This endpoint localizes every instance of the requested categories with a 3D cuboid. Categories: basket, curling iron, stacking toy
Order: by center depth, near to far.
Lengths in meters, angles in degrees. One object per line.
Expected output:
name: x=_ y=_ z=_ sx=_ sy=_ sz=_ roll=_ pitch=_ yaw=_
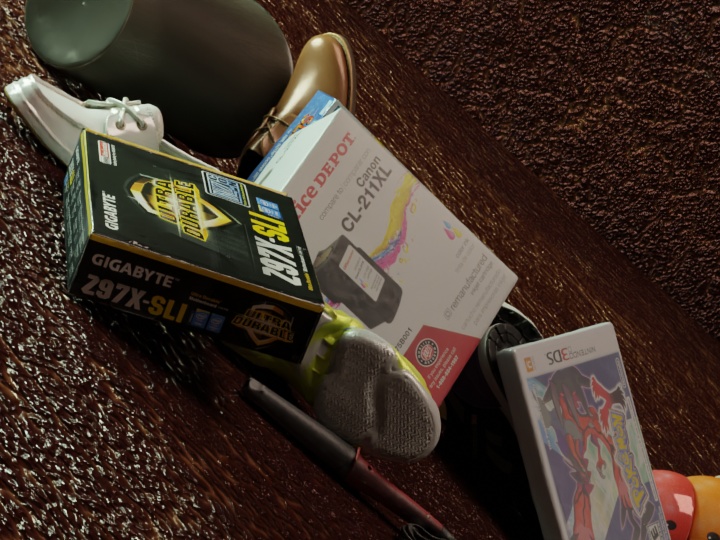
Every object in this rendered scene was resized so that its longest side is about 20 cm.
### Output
curling iron: x=-0.002 y=0.138 z=1.491 sx=0.200 sy=0.026 sz=0.050 roll=43 pitch=8 yaw=-12
basket: x=-0.173 y=-0.192 z=1.808 sx=0.180 sy=0.136 sz=0.200 roll=45 pitch=13 yaw=30
stacking toy: x=0.238 y=0.224 z=1.942 sx=0.199 sy=0.147 sz=0.146 roll=22 pitch=17 yaw=-16

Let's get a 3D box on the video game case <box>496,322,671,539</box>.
video game case: x=0.189 y=0.151 z=1.819 sx=0.182 sy=0.023 sz=0.202 roll=-10 pitch=85 yaw=-57

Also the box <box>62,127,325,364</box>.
box: x=-0.114 y=-0.019 z=1.441 sx=0.159 sy=0.050 sz=0.200 roll=20 pitch=18 yaw=-15

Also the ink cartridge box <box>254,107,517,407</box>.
ink cartridge box: x=0.000 y=0.000 z=1.669 sx=0.200 sy=0.146 sz=0.083 roll=43 pitch=-31 yaw=-14

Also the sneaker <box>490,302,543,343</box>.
sneaker: x=0.099 y=0.042 z=1.941 sx=0.200 sy=0.074 sz=0.079 roll=44 pitch=5 yaw=-5

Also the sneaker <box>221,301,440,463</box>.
sneaker: x=-0.021 y=0.060 z=1.549 sx=0.200 sy=0.076 sz=0.105 roll=39 pitch=6 yaw=7

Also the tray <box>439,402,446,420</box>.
tray: x=0.087 y=0.104 z=1.950 sx=0.200 sy=0.037 sz=0.099 roll=34 pitch=16 yaw=-52

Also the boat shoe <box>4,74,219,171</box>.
boat shoe: x=-0.174 y=-0.097 z=1.592 sx=0.200 sy=0.069 sz=0.071 roll=35 pitch=16 yaw=-44

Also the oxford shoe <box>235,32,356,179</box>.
oxford shoe: x=-0.058 y=-0.109 z=1.794 sx=0.071 sy=0.202 sz=0.071 roll=6 pitch=-15 yaw=43

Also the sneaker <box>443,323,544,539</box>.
sneaker: x=0.120 y=0.145 z=1.824 sx=0.076 sy=0.087 sz=0.201 roll=-29 pitch=100 yaw=-53

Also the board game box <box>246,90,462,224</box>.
board game box: x=-0.007 y=-0.032 z=1.785 sx=0.200 sy=0.136 sz=0.034 roll=42 pitch=-6 yaw=-34
